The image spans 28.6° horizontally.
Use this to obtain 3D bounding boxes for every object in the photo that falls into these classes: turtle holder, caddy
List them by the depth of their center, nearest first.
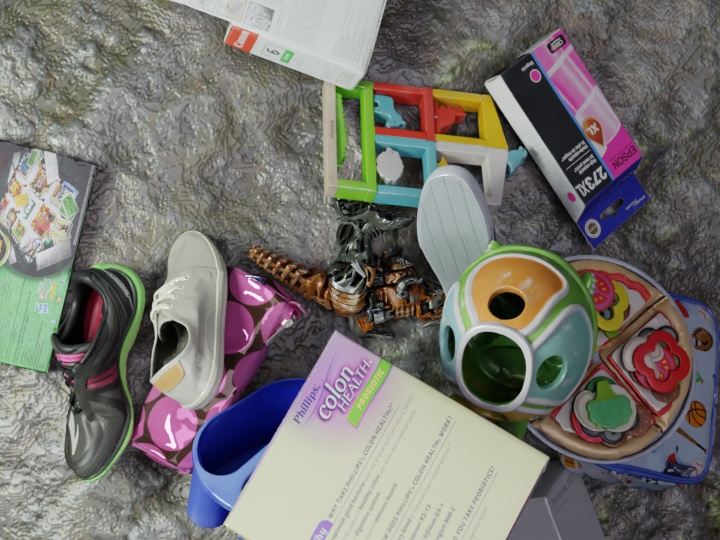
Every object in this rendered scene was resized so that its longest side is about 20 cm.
[{"bbox_3d":[0.123,0.074,1.229,0.141,0.132,0.186,36,119,4],"label":"turtle holder"},{"bbox_3d":[-0.064,0.172,1.255,0.141,0.105,0.200,35,39,23],"label":"caddy"}]

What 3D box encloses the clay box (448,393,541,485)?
[{"bbox_3d":[0.084,0.178,1.268,0.200,0.048,0.115,-26,81,-49],"label":"clay box"}]

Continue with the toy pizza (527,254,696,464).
[{"bbox_3d":[0.225,0.080,1.322,0.198,0.032,0.202,3,74,-11],"label":"toy pizza"}]

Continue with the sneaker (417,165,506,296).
[{"bbox_3d":[0.101,-0.024,1.322,0.072,0.071,0.201,2,131,20],"label":"sneaker"}]

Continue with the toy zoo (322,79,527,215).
[{"bbox_3d":[0.063,-0.119,1.351,0.198,0.021,0.132,5,58,-12],"label":"toy zoo"}]

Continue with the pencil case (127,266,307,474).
[{"bbox_3d":[-0.133,0.095,1.311,0.093,0.091,0.201,29,89,24],"label":"pencil case"}]

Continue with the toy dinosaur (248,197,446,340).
[{"bbox_3d":[0.000,0.000,1.343,0.199,0.102,0.137,3,109,-33],"label":"toy dinosaur"}]

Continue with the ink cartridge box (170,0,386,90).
[{"bbox_3d":[-0.079,-0.258,1.327,0.199,0.050,0.110,19,74,-11],"label":"ink cartridge box"}]

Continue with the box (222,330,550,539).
[{"bbox_3d":[0.018,0.179,1.131,0.199,0.097,0.177,30,77,0],"label":"box"}]

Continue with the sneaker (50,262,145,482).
[{"bbox_3d":[-0.251,0.091,1.287,0.084,0.076,0.202,13,78,-54],"label":"sneaker"}]

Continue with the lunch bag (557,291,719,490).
[{"bbox_3d":[0.269,0.116,1.380,0.159,0.075,0.202,15,71,-20],"label":"lunch bag"}]

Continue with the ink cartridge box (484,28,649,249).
[{"bbox_3d":[0.213,-0.130,1.396,0.095,0.037,0.201,-38,101,-26],"label":"ink cartridge box"}]

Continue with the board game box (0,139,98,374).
[{"bbox_3d":[-0.317,-0.013,1.309,0.104,0.023,0.202,15,88,-14],"label":"board game box"}]

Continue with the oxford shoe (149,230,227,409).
[{"bbox_3d":[-0.160,0.034,1.267,0.058,0.201,0.075,27,127,-31],"label":"oxford shoe"}]

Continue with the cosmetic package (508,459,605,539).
[{"bbox_3d":[0.200,0.297,1.375,0.074,0.102,0.201,-16,99,29],"label":"cosmetic package"}]
